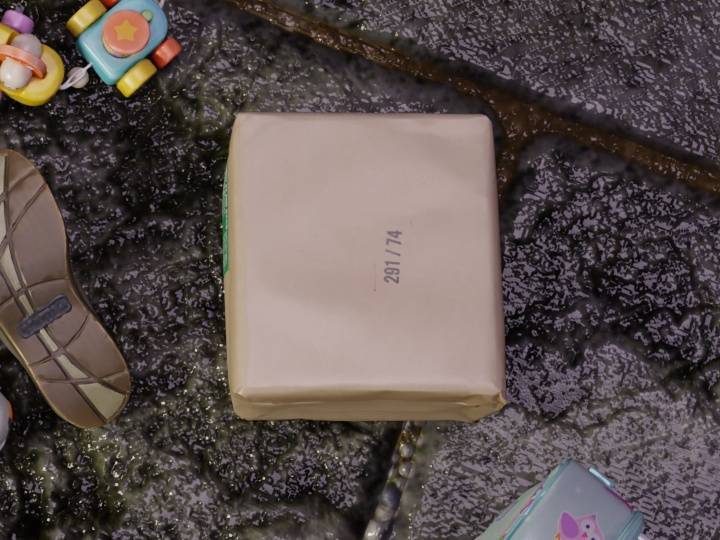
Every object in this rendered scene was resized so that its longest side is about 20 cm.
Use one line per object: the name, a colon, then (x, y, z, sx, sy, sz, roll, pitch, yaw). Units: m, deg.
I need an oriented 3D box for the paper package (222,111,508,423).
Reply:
paper package: (0.000, 0.000, 1.627, 0.189, 0.104, 0.202, 1, 76, -8)

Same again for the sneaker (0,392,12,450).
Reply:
sneaker: (-0.328, 0.100, 1.554, 0.198, 0.092, 0.076, -7, 59, -11)

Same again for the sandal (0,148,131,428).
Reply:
sandal: (-0.221, 0.015, 1.623, 0.080, 0.054, 0.201, -28, 95, -8)

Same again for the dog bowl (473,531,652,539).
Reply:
dog bowl: (0.132, 0.265, 1.587, 0.198, 0.079, 0.202, 2, 75, -7)

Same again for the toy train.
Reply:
toy train: (-0.218, -0.191, 1.656, 0.198, 0.056, 0.152, -2, 84, -15)

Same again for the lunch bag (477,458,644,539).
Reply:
lunch bag: (0.097, 0.198, 1.454, 0.077, 0.200, 0.160, 42, 72, 3)
